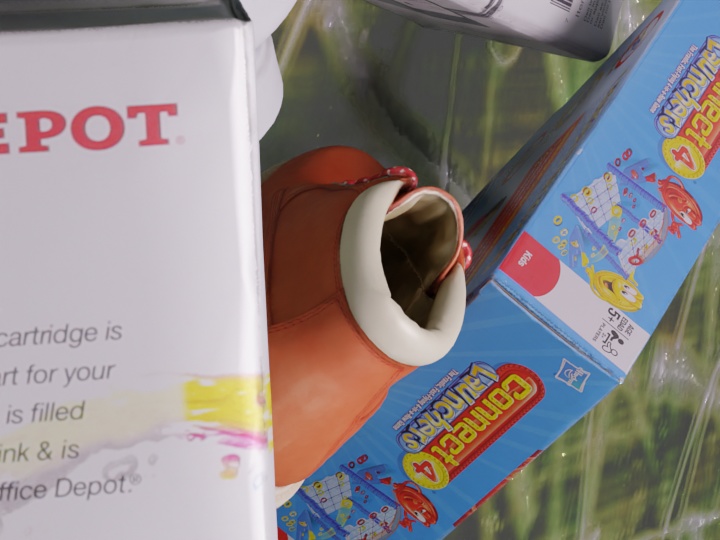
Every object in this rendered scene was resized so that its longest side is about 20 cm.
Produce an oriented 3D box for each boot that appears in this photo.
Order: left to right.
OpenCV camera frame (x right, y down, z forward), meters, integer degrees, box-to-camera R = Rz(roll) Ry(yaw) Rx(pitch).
[{"bbox_3d":[0.000,0.000,0.898,0.075,0.107,0.200,43,26,-13],"label":"boot"}]

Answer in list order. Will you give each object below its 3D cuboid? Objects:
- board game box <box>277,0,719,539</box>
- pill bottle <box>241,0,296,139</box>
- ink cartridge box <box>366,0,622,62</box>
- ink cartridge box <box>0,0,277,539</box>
[{"bbox_3d":[0.060,0.008,1.003,0.196,0.056,0.200,-46,-175,48],"label":"board game box"},{"bbox_3d":[-0.075,-0.118,0.710,0.111,0.111,0.200,-57,144,-39],"label":"pill bottle"},{"bbox_3d":[0.035,-0.163,0.965,0.200,0.084,0.146,12,93,-66],"label":"ink cartridge box"},{"bbox_3d":[-0.095,0.036,0.621,0.146,0.147,0.200,-113,-159,-78],"label":"ink cartridge box"}]
